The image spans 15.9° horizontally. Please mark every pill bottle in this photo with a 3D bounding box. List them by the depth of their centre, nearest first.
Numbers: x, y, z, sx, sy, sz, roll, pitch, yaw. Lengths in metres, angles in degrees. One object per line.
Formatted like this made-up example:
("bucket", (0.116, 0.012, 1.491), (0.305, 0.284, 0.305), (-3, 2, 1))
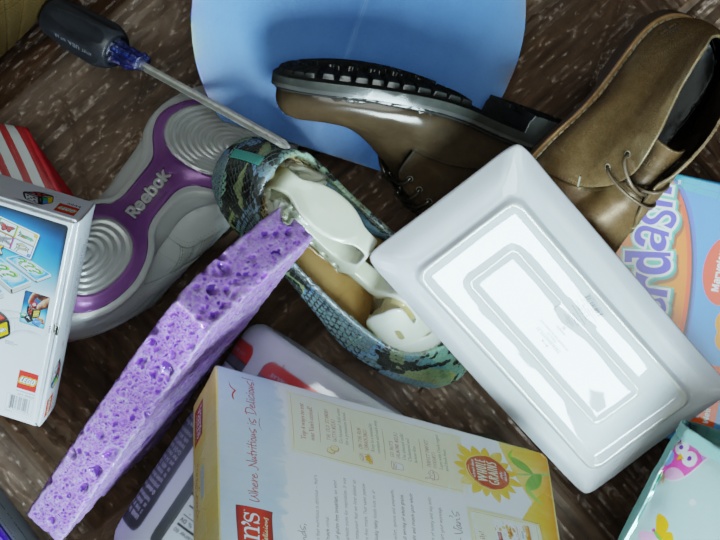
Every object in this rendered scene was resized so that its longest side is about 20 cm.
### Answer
("pill bottle", (-0.068, 0.141, 1.457), (0.116, 0.116, 0.200), (34, 90, 1))

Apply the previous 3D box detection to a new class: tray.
("tray", (0.107, 0.033, 1.426), (0.107, 0.022, 0.200), (-38, 111, 13))

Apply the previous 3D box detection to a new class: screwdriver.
("screwdriver", (-0.110, -0.113, 1.456), (0.200, 0.028, 0.029), (25, 110, 35))

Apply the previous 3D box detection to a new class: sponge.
("sponge", (-0.106, 0.058, 1.413), (0.030, 0.112, 0.200), (41, 129, 3))

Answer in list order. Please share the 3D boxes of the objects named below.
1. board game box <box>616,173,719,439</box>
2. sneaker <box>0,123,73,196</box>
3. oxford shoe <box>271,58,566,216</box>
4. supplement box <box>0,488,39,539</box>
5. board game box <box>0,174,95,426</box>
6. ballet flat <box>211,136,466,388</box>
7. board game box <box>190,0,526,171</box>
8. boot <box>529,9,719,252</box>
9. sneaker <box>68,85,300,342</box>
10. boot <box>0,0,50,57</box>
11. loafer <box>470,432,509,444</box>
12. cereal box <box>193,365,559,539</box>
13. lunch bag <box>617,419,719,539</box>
("board game box", (0.214, 0.029, 1.491), (0.200, 0.045, 0.152), (12, 90, 2))
("sneaker", (-0.215, 0.009, 1.480), (0.115, 0.078, 0.201), (-1, 90, 2))
("oxford shoe", (0.036, -0.066, 1.457), (0.200, 0.073, 0.085), (17, 100, -21))
("supplement box", (-0.278, 0.200, 1.466), (0.200, 0.103, 0.101), (-37, 90, -1))
("board game box", (-0.252, -0.004, 1.403), (0.200, 0.035, 0.126), (17, 113, 7))
("ballet flat", (0.000, 0.000, 1.448), (0.200, 0.074, 0.074), (38, 90, -22))
("board game box", (-0.005, -0.147, 1.484), (0.200, 0.039, 0.158), (16, 98, -20))
("boot", (0.141, -0.053, 1.429), (0.074, 0.075, 0.200), (30, 92, -22))
("sneaker", (-0.116, -0.035, 1.485), (0.075, 0.100, 0.200), (45, 67, 8))
("boot", (-0.285, -0.166, 1.482), (0.200, 0.073, 0.155), (-40, 70, -21))
("loafer", (0.076, 0.194, 1.482), (0.076, 0.067, 0.200), (-7, 74, -3))
("cereal box", (0.010, 0.134, 1.346), (0.200, 0.144, 0.040), (16, 130, -17))
("lunch bag", (0.226, 0.191, 1.427), (0.200, 0.122, 0.171), (23, 100, -12))
